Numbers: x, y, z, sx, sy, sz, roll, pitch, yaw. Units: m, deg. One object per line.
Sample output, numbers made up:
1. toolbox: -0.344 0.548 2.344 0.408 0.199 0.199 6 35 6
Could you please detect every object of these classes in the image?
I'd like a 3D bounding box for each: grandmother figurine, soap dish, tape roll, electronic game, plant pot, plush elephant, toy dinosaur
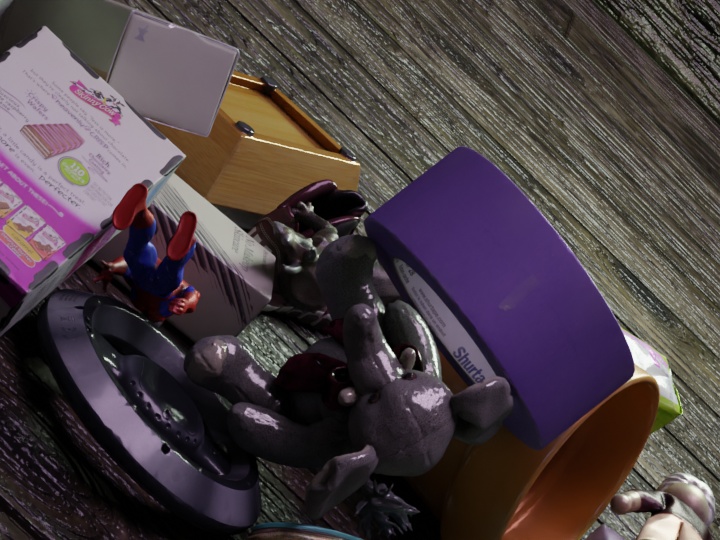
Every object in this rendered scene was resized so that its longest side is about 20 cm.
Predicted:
1. grandmother figurine: 0.248 0.210 1.746 0.122 0.060 0.200 52 19 -5
2. soap dish: -0.103 -0.104 1.815 0.157 0.081 0.199 44 19 30
3. tape roll: 0.094 0.019 1.533 0.200 0.085 0.200 52 -6 8
4. electronic game: -0.137 0.092 1.467 0.200 0.042 0.200 46 13 -14
5. plant pot: 0.097 0.111 1.708 0.183 0.201 0.200 38 16 24
6. plush elephant: 0.004 0.083 1.472 0.164 0.155 0.201 -28 91 -25
7. toy dinosaur: 0.000 0.000 1.689 0.199 0.077 0.102 10 29 -33

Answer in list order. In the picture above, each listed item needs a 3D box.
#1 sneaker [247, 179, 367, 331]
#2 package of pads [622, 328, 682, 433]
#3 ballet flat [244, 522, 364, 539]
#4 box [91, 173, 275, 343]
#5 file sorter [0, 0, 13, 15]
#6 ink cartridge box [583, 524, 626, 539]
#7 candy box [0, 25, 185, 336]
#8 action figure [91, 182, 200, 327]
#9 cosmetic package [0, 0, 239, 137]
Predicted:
1. sneaker: -0.021 -0.015 1.793 0.076 0.116 0.200 54 22 22
2. package of pads: 0.155 0.096 1.865 0.199 0.154 0.069 30 36 -35
3. ballet flat: 0.000 0.210 1.496 0.199 0.071 0.071 17 34 -50
4. box: -0.157 -0.033 1.627 0.200 0.068 0.082 39 20 -17
5. file sorter: -0.316 -0.197 1.530 0.124 0.139 0.200 40 20 -7
6. ink cartridge box: 0.222 0.310 1.700 0.144 0.084 0.200 37 21 -25
7. candy box: -0.224 -0.060 1.464 0.136 0.061 0.200 43 41 1
8. action figure: -0.140 0.002 1.507 0.065 0.052 0.200 24 -16 4
9. cosmetic package: -0.191 -0.166 1.676 0.105 0.072 0.200 17 5 -37
